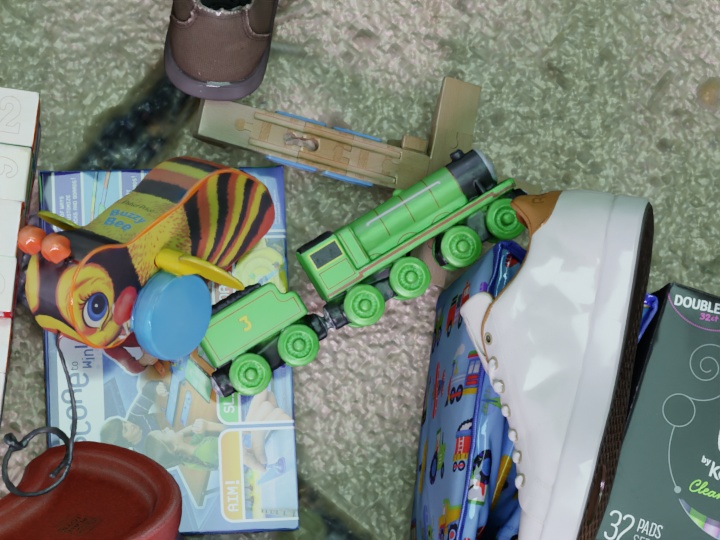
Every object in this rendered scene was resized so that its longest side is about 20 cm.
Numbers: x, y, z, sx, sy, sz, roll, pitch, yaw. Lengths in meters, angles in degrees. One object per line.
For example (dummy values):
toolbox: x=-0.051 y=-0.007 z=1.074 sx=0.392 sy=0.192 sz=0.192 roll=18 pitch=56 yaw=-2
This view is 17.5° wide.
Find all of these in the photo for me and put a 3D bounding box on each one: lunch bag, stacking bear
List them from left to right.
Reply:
stacking bear: x=-0.126 y=0.207 z=1.197 sx=0.121 sy=0.114 sz=0.200 roll=-38 pitch=126 yaw=-47
lunch bag: x=0.066 y=0.103 z=1.224 sx=0.094 sy=0.151 sz=0.200 roll=20 pitch=76 yaw=-5

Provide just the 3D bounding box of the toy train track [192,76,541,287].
toy train track: x=0.002 y=-0.058 z=1.289 sx=0.200 sy=0.033 sz=0.115 roll=15 pitch=81 yaw=-19

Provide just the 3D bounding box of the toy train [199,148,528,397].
toy train: x=0.000 y=0.000 z=1.250 sx=0.200 sy=0.042 sz=0.056 roll=-32 pitch=91 yaw=-8

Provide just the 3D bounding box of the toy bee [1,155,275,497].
toy bee: x=-0.120 y=0.003 z=1.182 sx=0.131 sy=0.109 sz=0.200 roll=-2 pitch=47 yaw=23

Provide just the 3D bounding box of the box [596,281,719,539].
box: x=0.224 y=0.111 z=1.266 sx=0.200 sy=0.124 sz=0.149 roll=18 pitch=81 yaw=-4

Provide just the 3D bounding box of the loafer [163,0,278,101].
loafer: x=-0.065 y=-0.187 z=1.266 sx=0.073 sy=0.071 sz=0.200 roll=4 pitch=57 yaw=-8

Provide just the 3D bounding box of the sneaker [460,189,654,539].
sneaker: x=0.086 y=0.058 z=1.133 sx=0.085 sy=0.073 sz=0.200 roll=8 pitch=77 yaw=13

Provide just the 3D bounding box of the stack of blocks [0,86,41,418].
stack of blocks: x=-0.208 y=0.010 z=1.224 sx=0.059 sy=0.115 sz=0.200 roll=7 pitch=82 yaw=-7

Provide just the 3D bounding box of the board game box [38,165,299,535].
board game box: x=-0.105 y=0.044 z=1.273 sx=0.135 sy=0.034 sz=0.200 roll=-1 pitch=82 yaw=-8
